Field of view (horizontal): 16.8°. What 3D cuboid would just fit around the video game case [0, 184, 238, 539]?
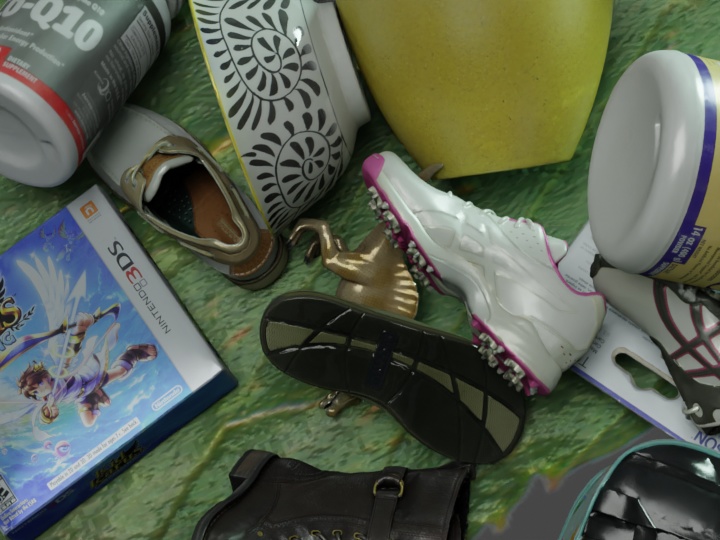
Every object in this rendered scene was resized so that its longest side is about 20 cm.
[{"bbox_3d":[-0.220,0.067,1.773,0.199,0.045,0.182,-37,68,-1],"label":"video game case"}]

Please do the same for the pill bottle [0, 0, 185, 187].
[{"bbox_3d":[-0.210,-0.169,1.785,0.113,0.114,0.201,20,57,18],"label":"pill bottle"}]

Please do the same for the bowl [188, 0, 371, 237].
[{"bbox_3d":[-0.049,-0.134,1.720,0.094,0.201,0.202,-18,69,2],"label":"bowl"}]

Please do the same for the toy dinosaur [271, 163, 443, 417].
[{"bbox_3d":[0.000,0.000,1.732,0.101,0.058,0.201,25,105,19],"label":"toy dinosaur"}]

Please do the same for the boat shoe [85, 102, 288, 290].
[{"bbox_3d":[-0.136,-0.066,1.783,0.200,0.068,0.075,36,85,24],"label":"boat shoe"}]

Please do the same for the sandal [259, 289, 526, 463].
[{"bbox_3d":[0.026,0.065,1.691,0.200,0.057,0.080,27,97,-5],"label":"sandal"}]

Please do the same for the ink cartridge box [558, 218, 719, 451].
[{"bbox_3d":[0.241,0.017,1.690,0.196,0.043,0.201,34,84,19],"label":"ink cartridge box"}]

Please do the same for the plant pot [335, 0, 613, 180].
[{"bbox_3d":[0.088,-0.140,1.711,0.198,0.200,0.143,-7,93,10],"label":"plant pot"}]

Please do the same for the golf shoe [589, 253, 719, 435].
[{"bbox_3d":[0.227,0.058,1.621,0.199,0.077,0.088,32,92,20],"label":"golf shoe"}]

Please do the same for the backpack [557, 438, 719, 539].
[{"bbox_3d":[0.219,0.205,1.565,0.199,0.153,0.177,22,79,-8],"label":"backpack"}]

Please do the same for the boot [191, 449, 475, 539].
[{"bbox_3d":[-0.016,0.186,1.642,0.173,0.070,0.201,5,39,16],"label":"boot"}]

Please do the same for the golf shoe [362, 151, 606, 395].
[{"bbox_3d":[0.084,-0.012,1.648,0.091,0.075,0.200,-40,87,-7],"label":"golf shoe"}]

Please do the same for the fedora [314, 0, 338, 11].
[{"bbox_3d":[-0.049,-0.278,1.803,0.198,0.090,0.178,-7,104,8],"label":"fedora"}]

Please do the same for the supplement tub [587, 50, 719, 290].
[{"bbox_3d":[0.262,-0.054,1.577,0.198,0.145,0.147,11,73,-15],"label":"supplement tub"}]
